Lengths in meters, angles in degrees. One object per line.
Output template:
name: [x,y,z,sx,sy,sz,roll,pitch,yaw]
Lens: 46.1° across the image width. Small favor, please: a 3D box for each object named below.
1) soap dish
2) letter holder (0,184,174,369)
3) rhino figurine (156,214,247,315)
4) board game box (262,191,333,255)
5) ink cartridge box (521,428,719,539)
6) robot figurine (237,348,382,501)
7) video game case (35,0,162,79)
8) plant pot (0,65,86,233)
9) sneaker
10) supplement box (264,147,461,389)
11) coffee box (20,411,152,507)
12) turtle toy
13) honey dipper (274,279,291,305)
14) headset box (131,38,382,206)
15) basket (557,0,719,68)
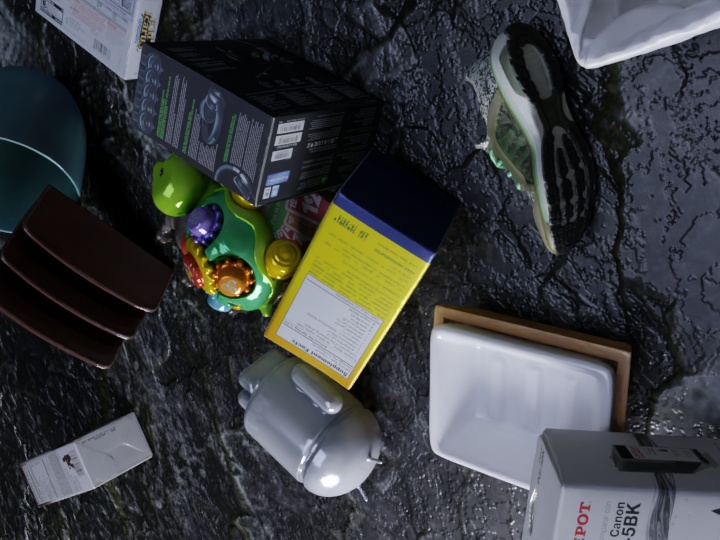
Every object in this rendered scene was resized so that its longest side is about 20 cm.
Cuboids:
soap dish: [0.161,0.122,0.803,0.198,0.081,0.160,13,113,36]
letter holder: [-0.369,0.016,1.102,0.199,0.143,0.100,37,134,-22]
rhino figurine: [-0.185,-0.019,1.033,0.200,0.059,0.088,50,132,33]
board game box: [-0.112,-0.091,0.973,0.200,0.030,0.096,43,114,20]
ink cartridge box: [0.243,0.219,0.701,0.197,0.083,0.149,3,112,0]
robot figurine: [-0.056,0.180,0.979,0.199,0.113,0.171,37,145,24]
video game case: [-0.324,-0.369,1.056,0.199,0.045,0.183,37,126,24]
plant pot: [-0.461,-0.173,1.136,0.200,0.199,0.163,-35,41,41]
sneaker: [0.146,-0.111,0.754,0.088,0.076,0.203,-15,90,54]
supplement box: [0.000,0.000,0.856,0.108,0.110,0.201,32,125,1]
coffee box: [-0.433,0.299,1.331,0.199,0.112,0.081,-26,88,42]
turtle toy: [-0.147,-0.039,0.894,0.202,0.100,0.146,62,157,7]
honey dipper: [-0.138,-0.052,1.021,0.038,0.038,0.202,-40,76,40]
headset box: [-0.111,-0.163,0.865,0.199,0.173,0.094,32,121,26]
basket: [0.233,-0.262,0.560,0.196,0.160,0.203,-13,96,41]
